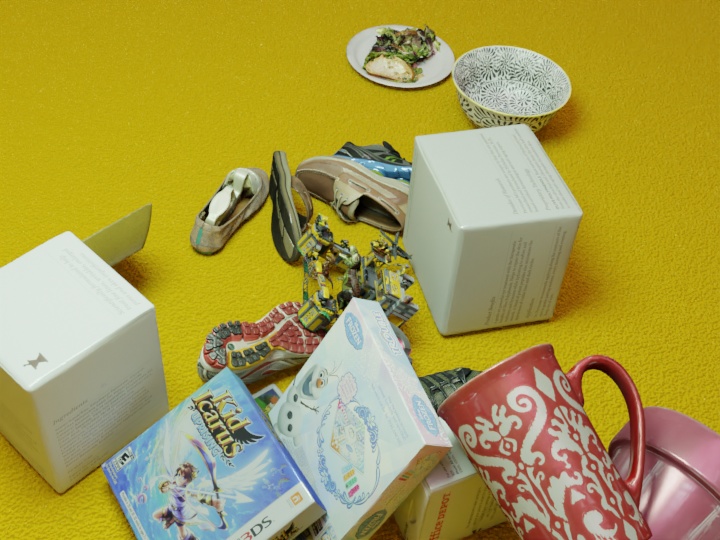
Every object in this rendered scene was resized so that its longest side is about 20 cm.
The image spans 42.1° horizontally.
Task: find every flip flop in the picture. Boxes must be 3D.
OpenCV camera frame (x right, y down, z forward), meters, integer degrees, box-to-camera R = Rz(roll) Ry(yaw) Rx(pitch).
[{"bbox_3d":[-0.099,-0.098,1.371,0.057,0.081,0.201,5,44,-18],"label":"flip flop"}]

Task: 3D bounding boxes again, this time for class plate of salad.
[{"bbox_3d":[0.074,-0.399,1.697,0.198,0.048,0.201,3,46,-3],"label":"plate of salad"}]

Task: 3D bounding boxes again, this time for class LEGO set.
[{"bbox_3d":[0.000,0.000,1.225,0.153,0.116,0.201,33,33,-21],"label":"LEGO set"}]

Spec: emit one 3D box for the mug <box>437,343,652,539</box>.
[{"bbox_3d":[0.195,0.178,0.892,0.177,0.133,0.201,-35,69,16],"label":"mug"}]

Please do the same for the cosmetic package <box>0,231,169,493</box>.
[{"bbox_3d":[-0.337,0.103,1.063,0.164,0.201,0.165,36,53,25],"label":"cosmetic package"}]

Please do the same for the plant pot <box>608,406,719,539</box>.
[{"bbox_3d":[0.314,0.276,0.985,0.179,0.201,0.200,-41,60,-18],"label":"plant pot"}]

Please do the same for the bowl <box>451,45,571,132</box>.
[{"bbox_3d":[0.245,-0.283,1.570,0.199,0.095,0.202,3,46,-4],"label":"bowl"}]

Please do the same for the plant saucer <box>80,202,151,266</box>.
[{"bbox_3d":[-0.370,-0.005,1.209,0.200,0.200,0.049,-36,101,-32],"label":"plant saucer"}]

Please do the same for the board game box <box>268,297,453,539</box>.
[{"bbox_3d":[-0.009,0.170,1.008,0.043,0.199,0.201,11,38,-37],"label":"board game box"}]

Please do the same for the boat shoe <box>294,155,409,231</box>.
[{"bbox_3d":[-0.010,-0.113,1.395,0.199,0.076,0.072,17,49,13],"label":"boat shoe"}]

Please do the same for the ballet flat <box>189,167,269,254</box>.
[{"bbox_3d":[-0.185,-0.106,1.373,0.068,0.068,0.201,19,47,7],"label":"ballet flat"}]

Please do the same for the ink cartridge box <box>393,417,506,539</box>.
[{"bbox_3d":[0.136,0.218,1.039,0.199,0.147,0.084,-15,50,-20],"label":"ink cartridge box"}]

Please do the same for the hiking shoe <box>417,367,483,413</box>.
[{"bbox_3d":[0.096,0.144,1.083,0.200,0.100,0.076,-15,80,-61],"label":"hiking shoe"}]

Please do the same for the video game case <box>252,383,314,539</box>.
[{"bbox_3d":[-0.118,0.241,1.078,0.182,0.022,0.200,-27,54,-28],"label":"video game case"}]

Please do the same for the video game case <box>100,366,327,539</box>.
[{"bbox_3d":[-0.163,0.235,1.013,0.181,0.046,0.200,-37,57,-5],"label":"video game case"}]

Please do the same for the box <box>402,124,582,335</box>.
[{"bbox_3d":[0.168,-0.056,1.271,0.170,0.200,0.201,-8,46,-13],"label":"box"}]

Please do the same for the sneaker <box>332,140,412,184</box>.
[{"bbox_3d":[0.053,-0.161,1.449,0.198,0.071,0.083,14,52,12],"label":"sneaker"}]

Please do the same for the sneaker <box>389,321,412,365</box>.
[{"bbox_3d":[0.019,0.164,1.144,0.095,0.079,0.201,-21,53,23],"label":"sneaker"}]

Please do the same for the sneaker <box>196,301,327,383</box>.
[{"bbox_3d":[-0.120,0.095,1.182,0.199,0.082,0.078,-8,61,-37],"label":"sneaker"}]
